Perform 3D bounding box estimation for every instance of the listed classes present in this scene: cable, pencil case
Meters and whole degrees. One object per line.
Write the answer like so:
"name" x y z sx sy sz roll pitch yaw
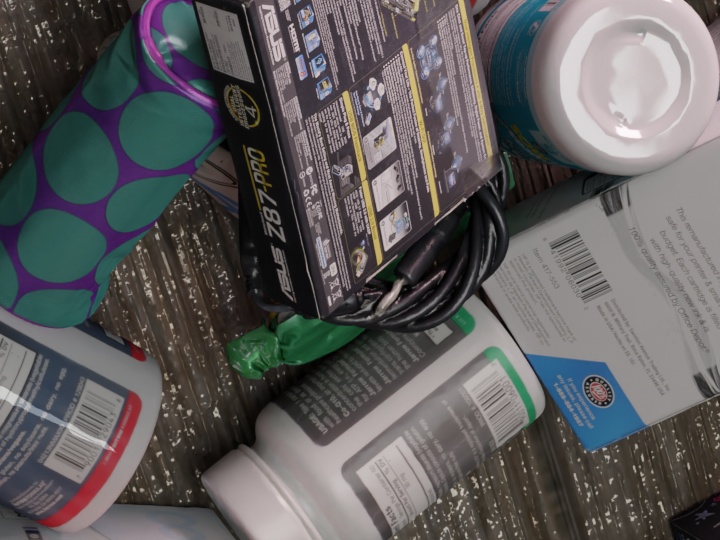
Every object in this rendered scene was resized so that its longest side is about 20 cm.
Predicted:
"cable" 0.008 -0.066 1.397 0.162 0.051 0.201 1 77 -7
"pencil case" -0.133 -0.059 1.318 0.092 0.085 0.200 -4 146 -48

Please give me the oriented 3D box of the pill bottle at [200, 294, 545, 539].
"pill bottle" 0.007 0.103 1.487 0.200 0.113 0.113 -37 112 -10

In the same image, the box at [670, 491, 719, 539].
"box" 0.337 0.196 1.638 0.199 0.115 0.133 -26 109 -14

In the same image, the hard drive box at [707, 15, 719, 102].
"hard drive box" 0.269 -0.060 1.540 0.156 0.076 0.201 -39 119 -47

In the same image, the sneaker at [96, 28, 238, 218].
"sneaker" -0.073 -0.076 1.440 0.200 0.072 0.072 35 85 -26

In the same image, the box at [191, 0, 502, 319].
"box" -0.003 -0.100 1.278 0.161 0.049 0.201 -39 132 -31

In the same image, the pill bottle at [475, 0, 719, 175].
"pill bottle" 0.128 -0.117 1.437 0.110 0.200 0.112 -2 96 -15

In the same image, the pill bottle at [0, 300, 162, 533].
"pill bottle" -0.226 0.058 1.381 0.199 0.120 0.120 31 89 -24

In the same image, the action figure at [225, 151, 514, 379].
"action figure" 0.000 0.000 1.458 0.200 0.118 0.055 -38 73 -18

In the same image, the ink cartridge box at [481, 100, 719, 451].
"ink cartridge box" 0.190 -0.001 1.448 0.199 0.086 0.147 -27 103 26

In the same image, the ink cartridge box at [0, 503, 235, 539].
"ink cartridge box" -0.136 0.189 1.400 0.159 0.200 0.048 6 102 -23

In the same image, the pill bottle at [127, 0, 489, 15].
"pill bottle" -0.029 -0.192 1.352 0.199 0.114 0.115 -7 104 -21
